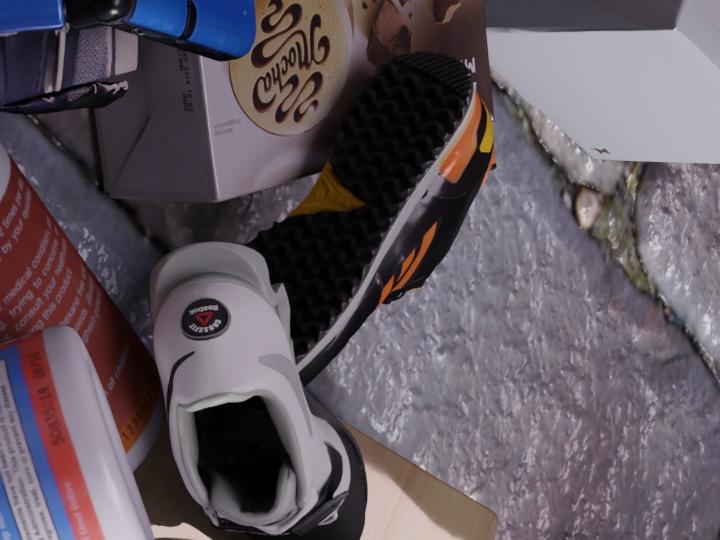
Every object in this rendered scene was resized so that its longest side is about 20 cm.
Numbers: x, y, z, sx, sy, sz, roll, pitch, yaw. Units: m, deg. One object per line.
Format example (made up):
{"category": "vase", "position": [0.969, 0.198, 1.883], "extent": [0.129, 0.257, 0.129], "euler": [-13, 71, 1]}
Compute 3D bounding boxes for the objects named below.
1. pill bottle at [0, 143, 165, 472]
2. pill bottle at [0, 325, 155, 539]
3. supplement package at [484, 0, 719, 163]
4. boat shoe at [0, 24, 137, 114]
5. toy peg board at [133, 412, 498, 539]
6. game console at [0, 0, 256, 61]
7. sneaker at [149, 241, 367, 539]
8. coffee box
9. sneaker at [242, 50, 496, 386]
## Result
{"category": "pill bottle", "position": [-0.172, 0.007, 0.983], "extent": [0.112, 0.112, 0.200], "euler": [-53, 129, -30]}
{"category": "pill bottle", "position": [-0.184, 0.103, 0.902], "extent": [0.200, 0.112, 0.112], "euler": [-19, 112, -5]}
{"category": "supplement package", "position": [0.177, -0.180, 1.317], "extent": [0.152, 0.151, 0.200], "euler": [36, 67, -43]}
{"category": "boat shoe", "position": [-0.151, -0.160, 1.020], "extent": [0.093, 0.075, 0.200], "euler": [-22, 108, -49]}
{"category": "toy peg board", "position": [-0.066, 0.164, 1.143], "extent": [0.199, 0.098, 0.200], "euler": [32, 68, -27]}
{"category": "game console", "position": [-0.139, -0.181, 0.972], "extent": [0.171, 0.118, 0.200], "euler": [10, 71, -63]}
{"category": "sneaker", "position": [-0.045, 0.085, 1.017], "extent": [0.200, 0.074, 0.089], "euler": [66, 14, -48]}
{"category": "coffee box", "position": [-0.031, -0.107, 1.150], "extent": [0.200, 0.080, 0.113], "euler": [-17, 106, -45]}
{"category": "sneaker", "position": [0.000, 0.000, 1.106], "extent": [0.200, 0.070, 0.090], "euler": [-54, 145, -12]}
